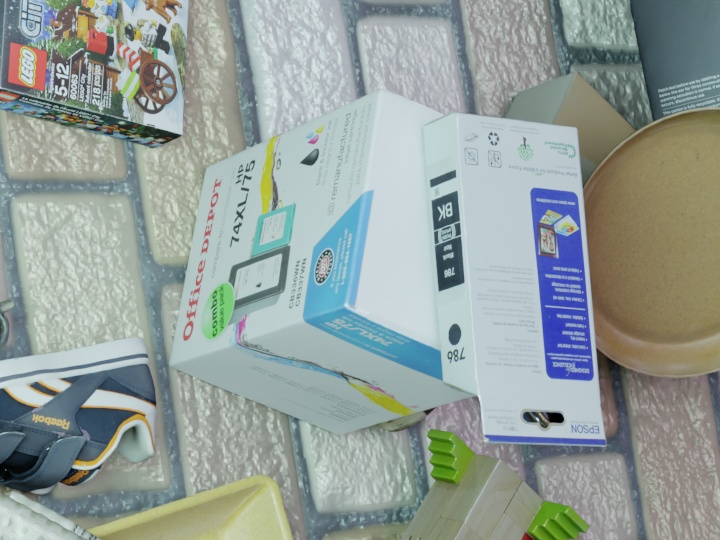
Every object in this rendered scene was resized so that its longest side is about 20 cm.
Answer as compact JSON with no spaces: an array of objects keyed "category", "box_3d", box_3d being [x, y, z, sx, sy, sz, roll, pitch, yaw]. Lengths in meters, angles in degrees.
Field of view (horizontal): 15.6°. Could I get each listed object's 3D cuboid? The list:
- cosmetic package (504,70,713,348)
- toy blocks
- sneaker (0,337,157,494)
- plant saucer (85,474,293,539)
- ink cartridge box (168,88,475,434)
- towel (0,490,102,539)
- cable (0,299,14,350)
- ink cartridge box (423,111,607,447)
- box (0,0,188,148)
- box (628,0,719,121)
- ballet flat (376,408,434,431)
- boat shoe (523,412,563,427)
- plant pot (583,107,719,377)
[{"category":"cosmetic package","box_3d":[0.181,-0.037,1.896,0.200,0.071,0.106,41,57,-23]},{"category":"toy blocks","box_3d":[0.088,0.220,1.750,0.200,0.100,0.137,45,67,-32]},{"category":"sneaker","box_3d":[-0.199,0.093,1.555,0.199,0.078,0.080,-10,80,-40]},{"category":"plant saucer","box_3d":[-0.114,0.246,1.602,0.199,0.048,0.201,-15,87,-40]},{"category":"ink cartridge box","box_3d":[0.000,0.000,1.659,0.145,0.199,0.148,22,65,-30]},{"category":"towel","box_3d":[-0.186,0.243,1.508,0.199,0.035,0.194,30,80,-13]},{"category":"cable","box_3d":[-0.283,0.049,1.518,0.097,0.050,0.200,45,59,11]},{"category":"ink cartridge box","box_3d":[0.092,0.009,1.574,0.099,0.039,0.202,6,73,-36]},{"category":"box","box_3d":[-0.174,-0.190,1.675,0.136,0.038,0.202,13,71,-36]},{"category":"box","box_3d":[0.280,-0.169,1.942,0.200,0.103,0.184,6,73,-66]},{"category":"ballet flat","box_3d":[0.058,0.015,1.752,0.201,0.066,0.057,-60,155,0]},{"category":"boat shoe","box_3d":[0.112,0.024,1.808,0.072,0.072,0.201,-28,98,1]},{"category":"plant pot","box_3d":[0.231,-0.022,1.833,0.198,0.028,0.202,-6,114,-13]}]
